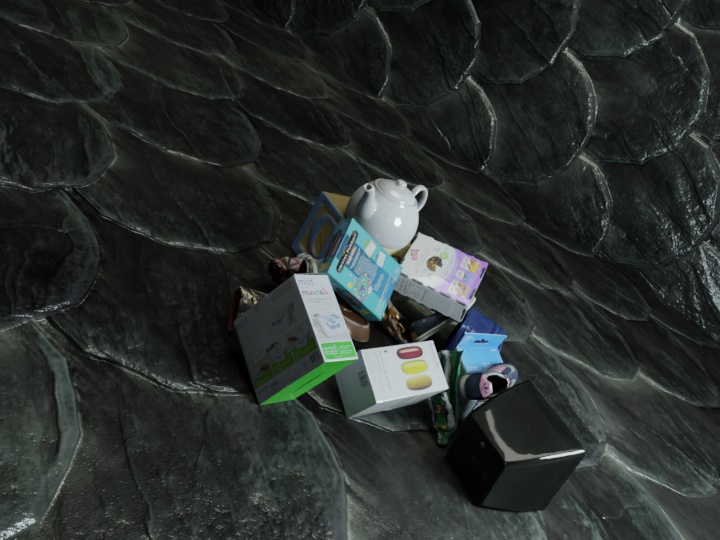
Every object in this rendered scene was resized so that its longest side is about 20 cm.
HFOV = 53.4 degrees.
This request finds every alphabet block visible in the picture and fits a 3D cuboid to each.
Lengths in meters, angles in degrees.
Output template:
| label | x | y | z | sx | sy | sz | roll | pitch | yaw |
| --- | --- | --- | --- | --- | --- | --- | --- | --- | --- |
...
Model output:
| label | x | y | z | sx | sy | sz | roll | pitch | yaw |
| --- | --- | --- | --- | --- | --- | --- | --- | --- | --- |
| alphabet block | -0.026 | -0.065 | 1.868 | 0.199 | 0.196 | 0.197 | 8 | 36 | -42 |

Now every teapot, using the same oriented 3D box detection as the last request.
| label | x | y | z | sx | sy | sz | roll | pitch | yaw |
| --- | --- | --- | --- | --- | --- | --- | --- | --- | --- |
| teapot | 0.072 | -0.158 | 1.754 | 0.196 | 0.147 | 0.200 | 26 | 26 | -13 |

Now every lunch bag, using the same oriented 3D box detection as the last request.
| label | x | y | z | sx | sy | sz | roll | pitch | yaw |
| --- | --- | --- | --- | --- | --- | --- | --- | --- | --- |
| lunch bag | 0.291 | 0.196 | 1.815 | 0.132 | 0.136 | 0.200 | 33 | 24 | 4 |

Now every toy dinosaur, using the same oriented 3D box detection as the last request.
| label | x | y | z | sx | sy | sz | roll | pitch | yaw |
| --- | --- | --- | --- | --- | --- | --- | --- | --- | --- |
| toy dinosaur | 0.072 | 0.104 | 1.780 | 0.106 | 0.060 | 0.201 | 41 | 34 | -68 |

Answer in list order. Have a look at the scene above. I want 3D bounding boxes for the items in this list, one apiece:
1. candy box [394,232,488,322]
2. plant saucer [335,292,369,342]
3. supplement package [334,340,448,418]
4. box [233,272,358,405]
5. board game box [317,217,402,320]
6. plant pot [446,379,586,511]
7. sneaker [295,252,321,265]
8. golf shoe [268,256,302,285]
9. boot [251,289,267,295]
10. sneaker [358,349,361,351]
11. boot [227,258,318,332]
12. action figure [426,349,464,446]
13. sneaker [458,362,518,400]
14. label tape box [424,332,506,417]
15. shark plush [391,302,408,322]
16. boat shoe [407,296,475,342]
| label | x | y | z | sx | sy | sz | roll | pitch | yaw |
| --- | --- | --- | --- | --- | --- | --- | --- | --- | --- |
| candy box | 0.199 | 0.014 | 1.809 | 0.199 | 0.072 | 0.168 | 26 | 48 | 10 |
| plant saucer | -0.051 | 0.091 | 1.687 | 0.200 | 0.035 | 0.200 | 36 | 13 | -9 |
| supplement package | 0.064 | 0.222 | 1.480 | 0.199 | 0.109 | 0.114 | -4 | 68 | -39 |
| box | -0.128 | 0.129 | 1.342 | 0.096 | 0.200 | 0.177 | 2 | 59 | -48 |
| board game box | 0.000 | 0.000 | 1.663 | 0.200 | 0.047 | 0.152 | 43 | 59 | -34 |
| plant pot | 0.299 | 0.371 | 1.467 | 0.176 | 0.201 | 0.200 | -2 | 40 | -33 |
| sneaker | -0.107 | 0.002 | 1.731 | 0.199 | 0.076 | 0.081 | 2 | 14 | 41 |
| golf shoe | -0.127 | 0.014 | 1.625 | 0.092 | 0.073 | 0.200 | -15 | 32 | -32 |
| boot | -0.186 | 0.078 | 1.603 | 0.199 | 0.068 | 0.131 | 24 | 16 | -21 |
| sneaker | 0.090 | 0.210 | 1.629 | 0.199 | 0.089 | 0.074 | 24 | 28 | -14 |
| boot | -0.180 | 0.059 | 1.480 | 0.150 | 0.201 | 0.073 | 12 | 23 | -24 |
| action figure | 0.178 | 0.275 | 1.543 | 0.054 | 0.118 | 0.202 | 7 | 75 | -30 |
| sneaker | 0.299 | 0.243 | 1.546 | 0.199 | 0.082 | 0.071 | -10 | 92 | -46 |
| label tape box | 0.253 | 0.239 | 1.620 | 0.143 | 0.201 | 0.066 | 7 | 31 | -40 |
| shark plush | 0.043 | 0.096 | 1.827 | 0.200 | 0.091 | 0.083 | 46 | 12 | -41 |
| boat shoe | 0.207 | 0.112 | 1.832 | 0.062 | 0.199 | 0.075 | 58 | -9 | 6 |
